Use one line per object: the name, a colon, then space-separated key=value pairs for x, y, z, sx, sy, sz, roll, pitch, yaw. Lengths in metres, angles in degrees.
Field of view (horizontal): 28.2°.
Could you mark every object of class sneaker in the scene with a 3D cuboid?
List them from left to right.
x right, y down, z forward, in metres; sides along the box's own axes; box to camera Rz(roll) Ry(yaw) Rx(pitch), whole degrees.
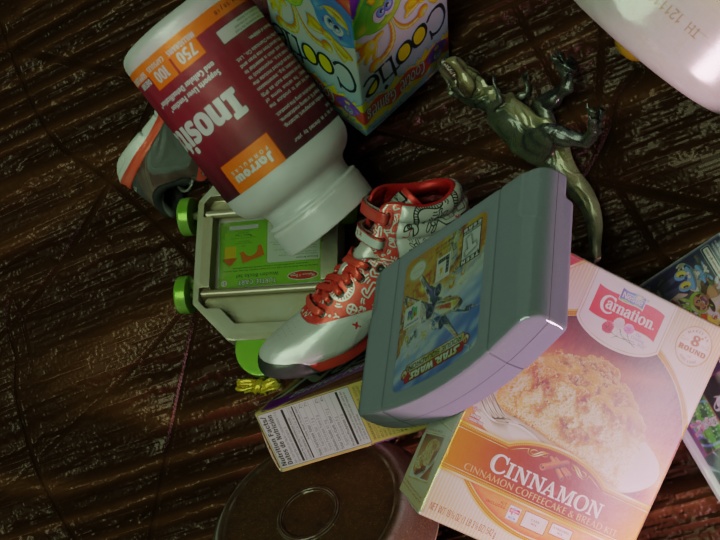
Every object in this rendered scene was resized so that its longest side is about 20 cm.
sneaker: x=-0.135 y=-0.122 z=1.234 sx=0.082 sy=0.077 sz=0.200 roll=47 pitch=132 yaw=7
sneaker: x=0.000 y=-0.001 z=1.099 sx=0.199 sy=0.067 sz=0.109 roll=-22 pitch=118 yaw=-7

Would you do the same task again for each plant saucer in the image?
plant saucer: x=-0.036 y=0.200 z=1.128 sx=0.198 sy=0.201 sz=0.035 roll=1 pitch=135 yaw=29

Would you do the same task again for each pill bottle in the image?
pill bottle: x=-0.083 y=-0.116 z=1.111 sx=0.113 sy=0.113 sz=0.201 roll=-35 pitch=98 yaw=25

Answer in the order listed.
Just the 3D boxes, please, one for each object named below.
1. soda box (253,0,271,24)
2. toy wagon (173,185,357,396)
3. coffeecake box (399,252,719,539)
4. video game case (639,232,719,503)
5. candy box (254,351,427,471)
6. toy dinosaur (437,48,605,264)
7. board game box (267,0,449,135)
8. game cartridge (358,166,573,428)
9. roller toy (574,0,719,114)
soda box: x=-0.111 y=-0.259 z=1.222 sx=0.199 sy=0.070 sz=0.064 roll=39 pitch=107 yaw=24
toy wagon: x=-0.079 y=0.006 z=1.190 sx=0.153 sy=0.040 sz=0.203 roll=-4 pitch=74 yaw=16
coffeecake box: x=0.140 y=0.098 z=0.992 sx=0.152 sy=0.073 sz=0.202 roll=24 pitch=91 yaw=-11
video game case: x=0.299 y=0.065 z=1.020 sx=0.182 sy=0.023 sz=0.201 roll=-36 pitch=75 yaw=25
candy box: x=0.029 y=0.087 z=1.114 sx=0.198 sy=0.117 sz=0.057 roll=-19 pitch=100 yaw=28
toy dinosaur: x=0.144 y=-0.109 z=1.094 sx=0.201 sy=0.047 sz=0.088 roll=52 pitch=127 yaw=19
board game box: x=-0.004 y=-0.217 z=1.077 sx=0.103 sy=0.201 sz=0.105 roll=39 pitch=70 yaw=23
game cartridge: x=0.066 y=0.029 z=0.965 sx=0.200 sy=0.041 sz=0.134 roll=-35 pitch=34 yaw=47
roller toy: x=0.225 y=-0.200 z=0.970 sx=0.140 sy=0.199 sz=0.183 roll=-50 pitch=58 yaw=21
